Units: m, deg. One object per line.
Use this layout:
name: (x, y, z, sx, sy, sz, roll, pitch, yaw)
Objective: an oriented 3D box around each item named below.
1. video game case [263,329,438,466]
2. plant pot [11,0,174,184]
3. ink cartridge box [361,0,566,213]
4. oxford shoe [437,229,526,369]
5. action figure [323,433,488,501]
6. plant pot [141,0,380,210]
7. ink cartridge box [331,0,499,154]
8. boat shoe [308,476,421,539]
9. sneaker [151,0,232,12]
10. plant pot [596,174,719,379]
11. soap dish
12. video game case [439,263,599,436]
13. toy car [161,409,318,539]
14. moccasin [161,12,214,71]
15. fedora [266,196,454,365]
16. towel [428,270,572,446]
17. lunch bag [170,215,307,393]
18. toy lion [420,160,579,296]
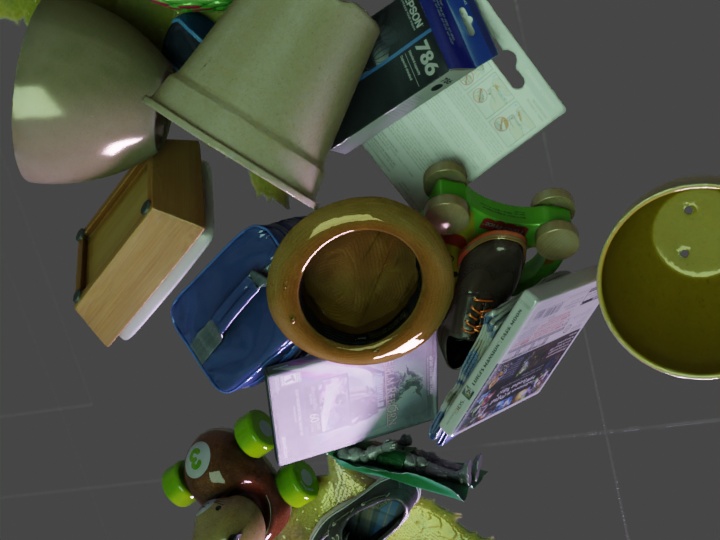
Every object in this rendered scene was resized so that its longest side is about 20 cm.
video game case: (-0.007, 0.139, 1.395, 0.197, 0.019, 0.144, -14, 130, -13)
plant pot: (-0.271, -0.183, 1.312, 0.132, 0.201, 0.203, 9, 115, 2)
ink cartridge box: (0.091, -0.176, 1.297, 0.199, 0.050, 0.163, -36, 100, 20)
oxford shoe: (0.128, 0.032, 1.288, 0.070, 0.073, 0.201, 8, 145, -7)
action figure: (0.041, 0.221, 1.460, 0.197, 0.118, 0.056, 7, 92, 22)
plant pot: (-0.080, -0.189, 1.195, 0.199, 0.200, 0.185, 32, 93, 0)
ink cartridge box: (0.034, -0.209, 1.245, 0.199, 0.039, 0.101, -31, 73, 25)
boat shoe: (-0.002, 0.322, 1.522, 0.200, 0.066, 0.070, -40, 98, 26)
sneaker: (-0.150, -0.317, 1.294, 0.197, 0.077, 0.085, -3, 93, 14)
plant pot: (0.341, -0.014, 1.240, 0.197, 0.142, 0.203, 6, 114, 14)
soap dish: (-0.245, -0.038, 1.383, 0.081, 0.158, 0.200, 26, 122, -29)
video game case: (0.179, 0.079, 1.299, 0.023, 0.199, 0.183, 41, 119, 22)
toy car: (-0.167, 0.294, 1.481, 0.164, 0.200, 0.158, -35, 101, 25)
moccasin: (-0.133, -0.192, 1.341, 0.200, 0.080, 0.068, 47, 122, 8)
fedora: (0.000, 0.000, 1.251, 0.197, 0.082, 0.203, 0, 123, 1)
towel: (0.150, 0.093, 1.325, 0.024, 0.146, 0.201, 42, 135, 23)
lunch bag: (-0.103, 0.035, 1.372, 0.200, 0.132, 0.136, -44, 78, 26)
toy lion: (0.111, -0.017, 1.328, 0.197, 0.069, 0.193, 12, 136, -12)
